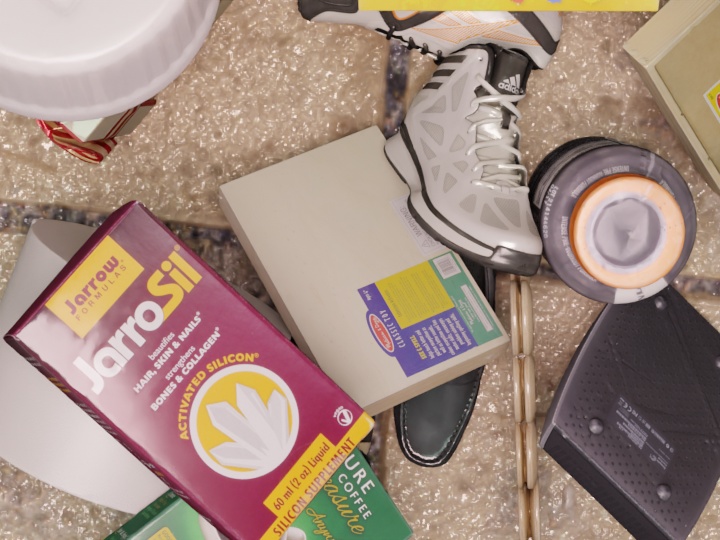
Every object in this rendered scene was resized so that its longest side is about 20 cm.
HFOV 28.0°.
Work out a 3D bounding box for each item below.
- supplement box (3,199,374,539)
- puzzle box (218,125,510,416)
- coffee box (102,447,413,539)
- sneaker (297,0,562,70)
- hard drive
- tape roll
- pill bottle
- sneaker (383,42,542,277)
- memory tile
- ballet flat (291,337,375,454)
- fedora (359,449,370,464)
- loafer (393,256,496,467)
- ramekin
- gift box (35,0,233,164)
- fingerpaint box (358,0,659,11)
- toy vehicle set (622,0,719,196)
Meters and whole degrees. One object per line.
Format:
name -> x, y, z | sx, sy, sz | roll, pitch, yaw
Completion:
supplement box -> -0.105, 0.066, 0.875 | 0.200, 0.086, 0.111 | 44, 76, -11
puzzle box -> 0.000, 0.000, 1.016 | 0.132, 0.025, 0.201 | -21, 65, -19
coffee box -> -0.076, 0.184, 0.949 | 0.200, 0.044, 0.123 | -38, 100, -15
sneaker -> 0.053, -0.182, 1.045 | 0.198, 0.074, 0.081 | 1, 99, 2
hard drive -> 0.204, 0.094, 1.027 | 0.135, 0.200, 0.042 | 43, 134, -4
tape roll -> -0.165, 0.068, 1.021 | 0.201, 0.203, 0.140 | 23, 98, -1
pill bottle -> 0.171, -0.036, 0.994 | 0.105, 0.200, 0.107 | 0, 98, 2
sneaker -> 0.081, -0.087, 0.965 | 0.075, 0.201, 0.116 | 13, 116, -28
memory tile -> 0.116, 0.078, 1.017 | 0.017, 0.154, 0.202 | -2, 114, 7
ballet flat -> -0.026, 0.058, 1.086 | 0.066, 0.057, 0.202 | -5, 97, 4
fedora -> -0.048, 0.225, 1.042 | 0.201, 0.200, 0.092 | -49, 59, 7
loafer -> 0.063, 0.051, 1.075 | 0.067, 0.070, 0.203 | 11, 98, 1
ramekin -> -0.180, -0.196, 0.861 | 0.198, 0.098, 0.203 | 0, 87, -7
gift box -> -0.202, -0.198, 0.994 | 0.184, 0.200, 0.187 | 41, 98, 2
fingerpaint box -> 0.098, -0.241, 0.984 | 0.198, 0.167, 0.074 | 0, 125, 2
toy vehicle set -> 0.266, -0.138, 0.996 | 0.124, 0.200, 0.027 | -42, 51, 5
